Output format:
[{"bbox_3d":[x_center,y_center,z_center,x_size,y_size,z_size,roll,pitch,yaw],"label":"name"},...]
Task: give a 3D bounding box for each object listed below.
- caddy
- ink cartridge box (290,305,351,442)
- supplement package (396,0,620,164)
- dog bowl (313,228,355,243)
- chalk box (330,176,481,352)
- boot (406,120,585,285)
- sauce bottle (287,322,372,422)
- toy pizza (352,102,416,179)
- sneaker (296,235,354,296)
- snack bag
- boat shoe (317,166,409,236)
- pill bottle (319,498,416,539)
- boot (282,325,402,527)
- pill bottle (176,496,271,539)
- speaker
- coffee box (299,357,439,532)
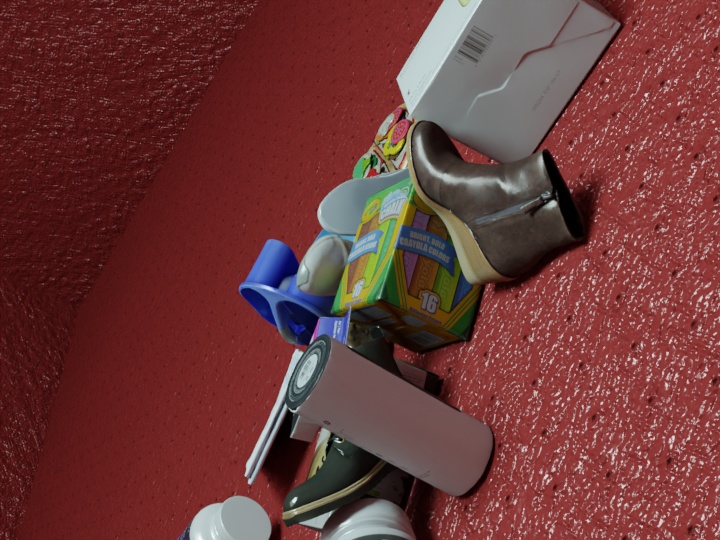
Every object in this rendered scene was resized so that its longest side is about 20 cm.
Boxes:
[{"bbox_3d":[-0.080,0.046,1.444,0.106,0.140,0.200,-67,-25,-17],"label":"caddy"},{"bbox_3d":[-0.047,0.122,1.245,0.200,0.037,0.096,116,164,-60],"label":"ink cartridge box"},{"bbox_3d":[0.160,-0.244,1.207,0.201,0.155,0.111,-57,21,23],"label":"supplement package"},{"bbox_3d":[-0.022,-0.022,1.552,0.200,0.049,0.112,-25,40,61],"label":"dog bowl"},{"bbox_3d":[0.069,-0.026,1.235,0.125,0.123,0.202,-23,47,61],"label":"chalk box"},{"bbox_3d":[0.139,-0.093,1.113,0.166,0.072,0.202,-31,80,50],"label":"boot"},{"bbox_3d":[-0.035,0.141,1.395,0.200,0.065,0.066,126,158,-44],"label":"sauce bottle"},{"bbox_3d":[0.036,-0.169,1.607,0.201,0.031,0.201,-51,25,35],"label":"toy pizza"},{"bbox_3d":[0.000,0.000,1.303,0.080,0.199,0.071,25,108,31],"label":"sneaker"},{"bbox_3d":[-0.119,0.199,1.518,0.200,0.021,0.190,156,138,-85],"label":"snack bag"},{"bbox_3d":[0.033,-0.087,1.355,0.074,0.198,0.065,70,159,7],"label":"boat shoe"},{"bbox_3d":[0.018,0.315,0.997,0.114,0.113,0.200,-57,22,20],"label":"pill bottle"},{"bbox_3d":[-0.023,0.159,1.099,0.199,0.139,0.077,-28,0,-38],"label":"boot"},{"bbox_3d":[-0.201,0.393,1.451,0.200,0.112,0.113,-52,24,33],"label":"pill bottle"},{"bbox_3d":[0.030,0.143,1.038,0.081,0.199,0.082,-50,20,27],"label":"speaker"},{"bbox_3d":[0.005,0.200,1.202,0.113,0.079,0.202,-19,50,66],"label":"coffee box"}]
